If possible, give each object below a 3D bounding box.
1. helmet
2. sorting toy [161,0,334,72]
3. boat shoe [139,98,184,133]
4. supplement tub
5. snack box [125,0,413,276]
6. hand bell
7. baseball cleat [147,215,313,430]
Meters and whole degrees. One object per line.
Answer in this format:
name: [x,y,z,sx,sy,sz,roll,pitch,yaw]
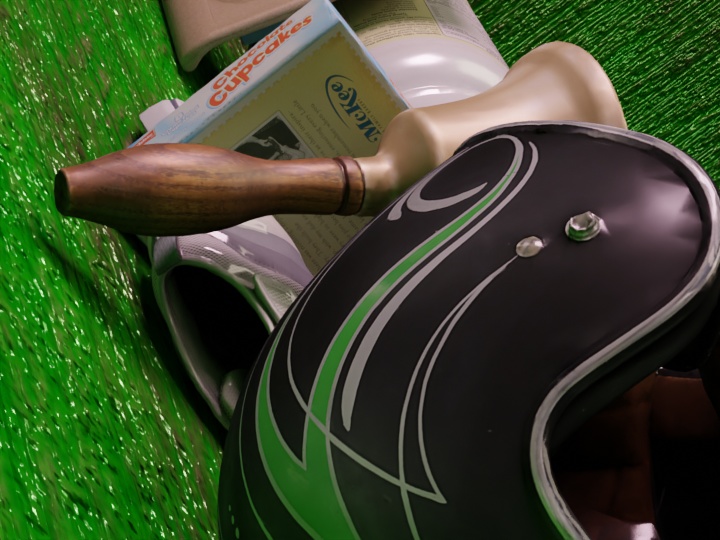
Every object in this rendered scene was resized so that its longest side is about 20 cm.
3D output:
helmet: [0.052,0.073,0.636,0.199,0.192,0.200,27,-18,9]
sorting toy: [-0.022,-0.189,1.229,0.185,0.199,0.037,-111,176,-59]
boat shoe: [-0.040,-0.049,1.016,0.072,0.066,0.200,58,9,22]
supplement tub: [0.019,-0.084,1.219,0.145,0.145,0.200,49,10,-33]
snack box: [0.000,0.000,0.875,0.200,0.116,0.037,50,5,-27]
hand bell: [-0.013,-0.028,0.767,0.199,0.105,0.104,-4,43,-26]
baseball cleat: [-0.011,0.057,0.813,0.200,0.070,0.107,42,20,-19]
